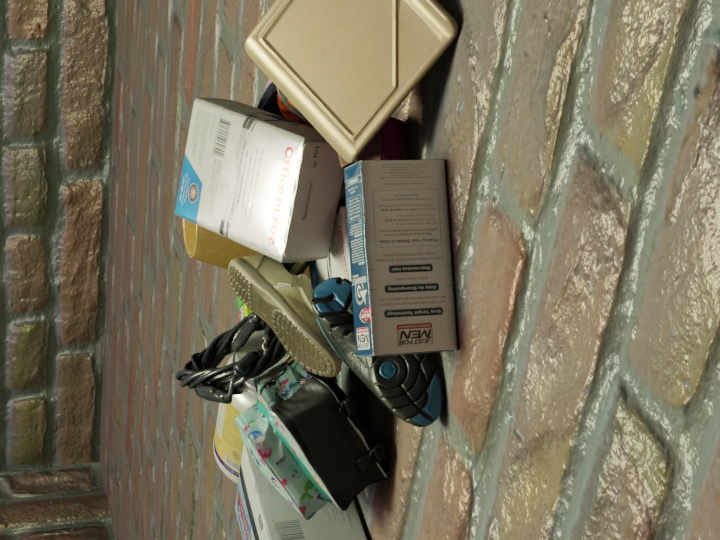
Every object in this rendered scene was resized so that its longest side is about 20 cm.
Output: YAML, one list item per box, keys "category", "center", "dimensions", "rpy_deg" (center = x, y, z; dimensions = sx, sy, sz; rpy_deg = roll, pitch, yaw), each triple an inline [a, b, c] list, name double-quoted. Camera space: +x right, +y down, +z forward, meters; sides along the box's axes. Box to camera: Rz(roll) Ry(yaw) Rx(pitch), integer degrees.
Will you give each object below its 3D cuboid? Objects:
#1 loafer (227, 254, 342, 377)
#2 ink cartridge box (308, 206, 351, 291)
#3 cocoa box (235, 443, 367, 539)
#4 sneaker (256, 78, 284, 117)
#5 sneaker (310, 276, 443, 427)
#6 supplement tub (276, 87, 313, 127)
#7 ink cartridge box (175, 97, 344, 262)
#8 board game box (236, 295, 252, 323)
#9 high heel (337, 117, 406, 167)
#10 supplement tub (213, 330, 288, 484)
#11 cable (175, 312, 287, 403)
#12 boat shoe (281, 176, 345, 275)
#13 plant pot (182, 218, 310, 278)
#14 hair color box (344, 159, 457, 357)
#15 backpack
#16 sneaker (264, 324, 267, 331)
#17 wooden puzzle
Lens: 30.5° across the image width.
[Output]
- category: "loafer"
  center: [-0.079, 0.044, 1.590]
  dimensions: [0.200, 0.068, 0.076]
  rpy_deg: [45, 151, 24]
- category: "ink cartridge box"
  center: [0.000, 0.000, 1.573]
  dimensions: [0.200, 0.067, 0.118]
  rpy_deg: [121, 141, -58]
- category: "cocoa box"
  center: [-0.082, 0.340, 1.760]
  dimensions: [0.201, 0.131, 0.133]
  rpy_deg: [-113, 27, -47]
- category: "sneaker"
  center: [-0.087, -0.241, 1.690]
  dimensions: [0.082, 0.070, 0.202]
  rpy_deg: [13, 69, 57]
- category: "sneaker"
  center: [0.022, 0.095, 1.472]
  dimensions: [0.201, 0.073, 0.082]
  rpy_deg: [51, 166, 21]
- category: "supplement tub"
  center: [-0.031, -0.253, 1.548]
  dimensions: [0.201, 0.121, 0.124]
  rpy_deg: [119, 144, -58]
- category: "ink cartridge box"
  center: [-0.120, -0.110, 1.574]
  dimensions: [0.198, 0.085, 0.149]
  rpy_deg: [23, 107, 37]
- category: "board game box"
  center: [-0.133, -0.023, 1.913]
  dimensions: [0.048, 0.100, 0.203]
  rpy_deg: [132, 133, -62]
- category: "high heel"
  center: [0.036, -0.071, 1.478]
  dimensions: [0.067, 0.095, 0.203]
  rpy_deg: [-2, 100, 51]
- category: "supplement tub"
  center: [-0.128, 0.192, 1.860]
  dimensions: [0.146, 0.143, 0.202]
  rpy_deg: [-113, 28, -46]
- category: "cable"
  center: [-0.161, 0.100, 1.715]
  dimensions: [0.051, 0.164, 0.199]
  rpy_deg: [48, 159, -19]
- category: "boat shoe"
  center: [-0.061, -0.076, 1.645]
  dimensions: [0.202, 0.065, 0.072]
  rpy_deg: [-59, -2, 19]
- category: "plant pot"
  center: [-0.131, -0.067, 1.754]
  dimensions: [0.186, 0.197, 0.190]
  rpy_deg: [177, 90, -70]
- category: "hair color box"
  center: [0.042, -0.013, 1.398]
  dimensions: [0.060, 0.098, 0.204]
  rpy_deg: [165, 102, -70]
- category: "backpack"
  center: [-0.067, 0.200, 1.653]
  dimensions: [0.179, 0.150, 0.200]
  rpy_deg: [57, 179, -20]
- category: "sneaker"
  center: [-0.083, 0.076, 1.780]
  dimensions: [0.200, 0.073, 0.081]
  rpy_deg: [50, 128, 47]
- category: "wooden puzzle"
  center: [-0.011, -0.247, 1.410]
  dimensions: [0.185, 0.037, 0.200]
  rpy_deg: [47, 117, 13]
